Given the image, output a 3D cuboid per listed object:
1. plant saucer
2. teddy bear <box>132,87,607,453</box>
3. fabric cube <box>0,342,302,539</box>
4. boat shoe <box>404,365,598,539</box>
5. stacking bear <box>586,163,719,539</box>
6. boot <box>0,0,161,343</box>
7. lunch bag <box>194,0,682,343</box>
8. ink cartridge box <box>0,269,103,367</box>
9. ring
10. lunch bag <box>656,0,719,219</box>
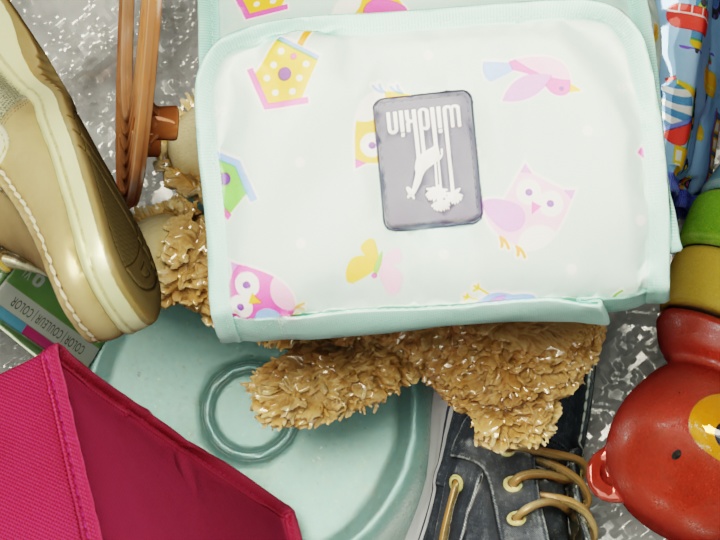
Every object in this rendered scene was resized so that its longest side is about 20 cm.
[{"bbox_3d":[-0.044,0.061,1.120,0.199,0.036,0.201,-1,82,4],"label":"plant saucer"},{"bbox_3d":[0.000,0.000,1.045,0.199,0.067,0.146,5,63,1],"label":"teddy bear"},{"bbox_3d":[-0.129,0.179,0.980,0.199,0.200,0.197,-25,58,15],"label":"fabric cube"},{"bbox_3d":[0.069,0.093,1.071,0.071,0.091,0.201,18,88,-31],"label":"boat shoe"},{"bbox_3d":[0.167,0.019,1.061,0.121,0.114,0.200,33,77,-4],"label":"stacking bear"},{"bbox_3d":[-0.166,-0.014,0.961,0.154,0.072,0.200,-29,43,-6],"label":"boot"},{"bbox_3d":[0.025,-0.064,0.967,0.169,0.122,0.201,-4,53,4],"label":"lunch bag"},{"bbox_3d":[-0.149,-0.017,1.081,0.200,0.104,0.059,36,85,23],"label":"ink cartridge box"},{"bbox_3d":[-0.076,-0.123,1.003,0.019,0.200,0.201,2,82,-8],"label":"ring"},{"bbox_3d":[0.053,-0.112,1.123,0.199,0.094,0.151,7,85,17],"label":"lunch bag"}]
